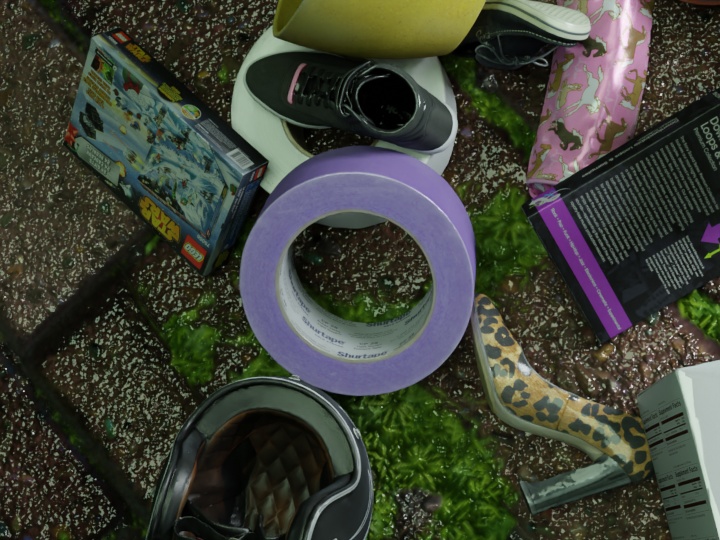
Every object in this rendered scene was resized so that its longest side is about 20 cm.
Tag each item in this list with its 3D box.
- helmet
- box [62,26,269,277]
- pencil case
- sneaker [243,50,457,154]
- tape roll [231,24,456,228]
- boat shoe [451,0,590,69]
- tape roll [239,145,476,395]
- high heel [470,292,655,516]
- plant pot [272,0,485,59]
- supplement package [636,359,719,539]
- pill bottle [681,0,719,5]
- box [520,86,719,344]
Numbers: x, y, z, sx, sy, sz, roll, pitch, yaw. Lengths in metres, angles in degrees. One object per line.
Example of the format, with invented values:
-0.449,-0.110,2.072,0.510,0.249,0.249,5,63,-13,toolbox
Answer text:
-0.079,0.194,1.225,0.199,0.191,0.201,10,127,14,helmet
-0.183,-0.108,1.335,0.200,0.040,0.137,43,134,15,box
0.200,-0.153,1.273,0.082,0.086,0.201,13,83,-17,pencil case
-0.018,-0.156,1.242,0.199,0.099,0.071,18,87,16,sneaker
-0.014,-0.143,1.327,0.201,0.071,0.204,-2,81,13,tape roll
0.134,-0.205,1.261,0.074,0.200,0.063,6,99,-26,boat shoe
0.000,0.000,1.248,0.199,0.085,0.201,2,110,6,tape roll
0.180,0.097,1.252,0.142,0.071,0.201,-19,76,-1,high heel
0.031,-0.257,1.221,0.141,0.200,0.201,25,87,-14,plant pot
0.342,0.165,1.136,0.190,0.147,0.201,-11,78,-4,supplement package
0.302,-0.331,1.236,0.106,0.106,0.201,3,82,13,pill bottle
0.255,-0.046,1.228,0.199,0.036,0.143,-30,114,7,box
